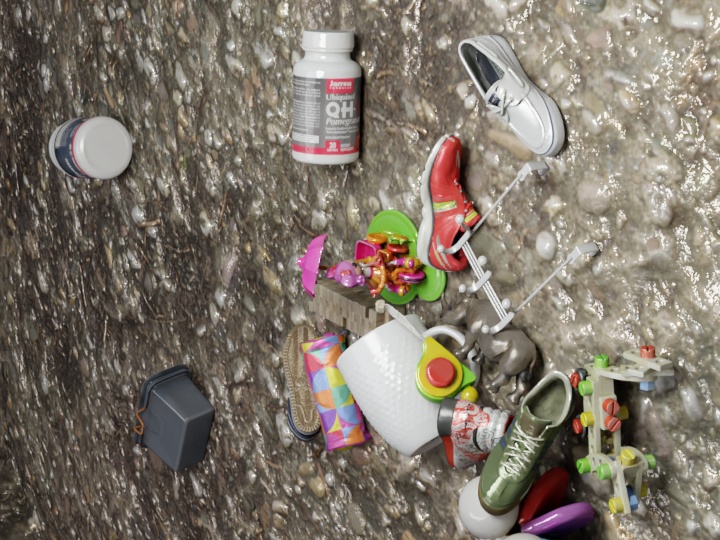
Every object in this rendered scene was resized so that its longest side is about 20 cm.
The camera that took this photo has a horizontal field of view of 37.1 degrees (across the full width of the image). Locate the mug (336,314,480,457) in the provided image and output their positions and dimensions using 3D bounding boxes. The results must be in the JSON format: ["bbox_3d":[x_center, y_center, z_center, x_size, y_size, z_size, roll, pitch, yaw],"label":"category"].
[{"bbox_3d":[0.087,0.165,1.594,0.199,0.147,0.177,-36,72,19],"label":"mug"}]

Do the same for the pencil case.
[{"bbox_3d":[-0.041,0.204,1.820,0.088,0.087,0.203,-24,76,54],"label":"pencil case"}]

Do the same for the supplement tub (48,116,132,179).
[{"bbox_3d":[-0.624,-0.282,2.468,0.199,0.139,0.143,8,104,53],"label":"supplement tub"}]

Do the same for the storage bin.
[{"bbox_3d":[-0.403,0.331,2.317,0.134,0.145,0.202,37,127,31],"label":"storage bin"}]

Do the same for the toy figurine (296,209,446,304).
[{"bbox_3d":[0.000,0.000,1.622,0.199,0.182,0.152,29,121,47],"label":"toy figurine"}]

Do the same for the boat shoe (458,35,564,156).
[{"bbox_3d":[0.191,-0.226,1.402,0.201,0.065,0.074,58,139,29],"label":"boat shoe"}]

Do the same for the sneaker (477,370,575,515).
[{"bbox_3d":[0.210,0.209,1.358,0.067,0.201,0.090,29,158,22],"label":"sneaker"}]

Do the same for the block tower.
[{"bbox_3d":[-0.008,0.063,1.761,0.199,0.053,0.059,21,114,50],"label":"block tower"}]

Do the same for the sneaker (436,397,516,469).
[{"bbox_3d":[0.176,0.241,1.497,0.107,0.202,0.068,10,65,21],"label":"sneaker"}]

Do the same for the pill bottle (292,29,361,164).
[{"bbox_3d":[-0.053,-0.275,1.695,0.110,0.110,0.203,22,116,50],"label":"pill bottle"}]

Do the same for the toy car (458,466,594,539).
[{"bbox_3d":[0.236,0.339,1.421,0.149,0.175,0.201,-37,60,11],"label":"toy car"}]

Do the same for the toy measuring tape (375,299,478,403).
[{"bbox_3d":[0.081,0.127,1.511,0.199,0.073,0.074,40,131,14],"label":"toy measuring tape"}]

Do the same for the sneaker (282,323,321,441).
[{"bbox_3d":[-0.102,0.205,1.911,0.109,0.069,0.203,98,168,-65],"label":"sneaker"}]

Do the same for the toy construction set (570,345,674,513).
[{"bbox_3d":[0.313,0.181,1.305,0.131,0.091,0.203,-131,48,-71],"label":"toy construction set"}]

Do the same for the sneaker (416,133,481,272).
[{"bbox_3d":[0.135,-0.094,1.525,0.084,0.077,0.203,16,117,31],"label":"sneaker"}]

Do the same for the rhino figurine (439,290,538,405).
[{"bbox_3d":[0.175,0.091,1.502,0.200,0.059,0.088,48,113,39],"label":"rhino figurine"}]

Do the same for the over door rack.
[{"bbox_3d":[0.195,-0.029,1.413,0.200,0.066,0.149,-44,62,35],"label":"over door rack"}]
